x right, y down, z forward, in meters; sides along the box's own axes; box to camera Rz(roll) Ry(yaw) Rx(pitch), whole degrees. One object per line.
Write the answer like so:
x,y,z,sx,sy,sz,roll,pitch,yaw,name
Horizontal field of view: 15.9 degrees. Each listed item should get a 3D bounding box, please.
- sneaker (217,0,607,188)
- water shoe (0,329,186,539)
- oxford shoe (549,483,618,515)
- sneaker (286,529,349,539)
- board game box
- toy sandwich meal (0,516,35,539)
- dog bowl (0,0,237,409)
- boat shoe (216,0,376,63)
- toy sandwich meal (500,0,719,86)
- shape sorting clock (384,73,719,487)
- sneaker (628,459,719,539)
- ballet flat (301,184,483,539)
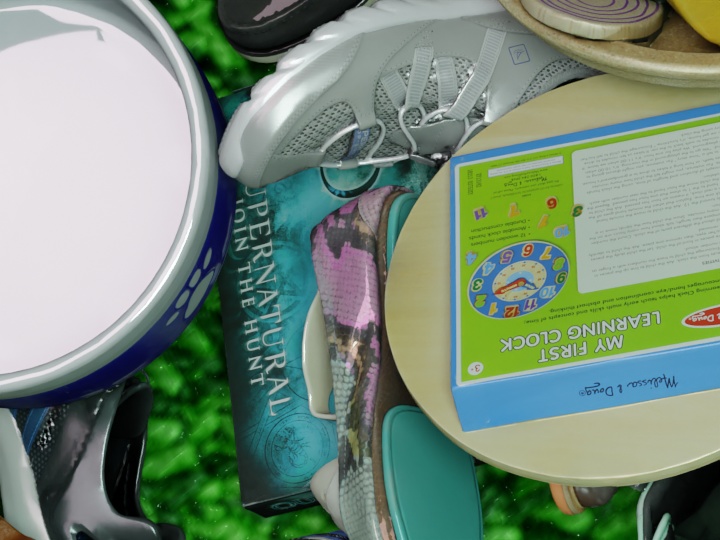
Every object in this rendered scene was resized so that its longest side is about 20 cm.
0.035,-0.073,1.117,0.199,0.075,0.082,-22,72,-19,sneaker
-0.133,0.055,1.199,0.079,0.071,0.201,-20,76,14,water shoe
0.126,0.009,1.091,0.073,0.071,0.201,10,78,23,oxford shoe
-0.074,0.171,1.124,0.200,0.078,0.075,-39,61,9,sneaker
0.000,0.000,1.174,0.135,0.028,0.201,-16,68,20,board game box
-0.206,0.125,1.172,0.070,0.206,0.205,-25,57,-28,toy sandwich meal
-0.157,-0.040,1.141,0.199,0.079,0.201,-1,80,8,dog bowl
0.003,-0.181,1.213,0.201,0.063,0.074,-42,64,9,boat shoe
0.148,-0.154,1.081,0.204,0.070,0.206,-1,40,1,toy sandwich meal
0.106,0.000,1.040,0.199,0.039,0.201,-11,48,13,shape sorting clock
0.120,0.156,1.019,0.073,0.118,0.201,15,81,26,sneaker
0.008,0.062,1.105,0.071,0.069,0.201,-24,61,36,ballet flat
